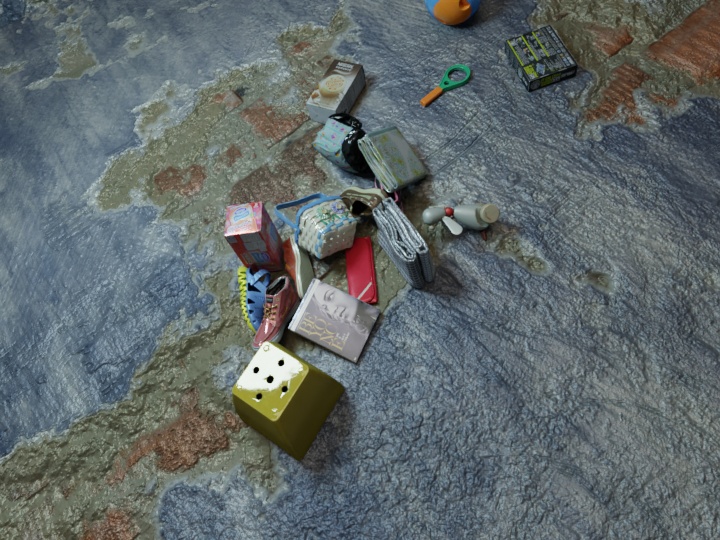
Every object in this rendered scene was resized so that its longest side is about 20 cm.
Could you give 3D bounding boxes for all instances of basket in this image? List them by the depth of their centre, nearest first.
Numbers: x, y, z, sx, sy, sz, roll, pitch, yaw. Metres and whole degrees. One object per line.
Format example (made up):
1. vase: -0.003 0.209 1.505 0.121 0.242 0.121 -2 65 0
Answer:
1. basket: -0.112 -0.138 1.475 0.174 0.142 0.199 -25 49 -37

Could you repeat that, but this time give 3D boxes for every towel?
1. towel: 0.106 -0.067 1.390 0.085 0.166 0.202 -33 60 -1
2. towel: 0.090 -0.310 1.508 0.199 0.048 0.173 -31 88 -49

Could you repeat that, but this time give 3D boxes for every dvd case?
1. dvd case: -0.066 0.125 1.380 0.196 0.016 0.151 24 72 11

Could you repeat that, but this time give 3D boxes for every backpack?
1. backpack: -0.049 -0.370 1.590 0.127 0.167 0.199 -48 48 -7

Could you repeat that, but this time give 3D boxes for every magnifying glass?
1. magnifying glass: 0.268 -0.585 1.723 0.199 0.023 0.080 -40 62 -13

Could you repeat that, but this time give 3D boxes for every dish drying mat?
1. dish drying mat: 0.000 0.000 1.458 0.075 0.018 0.204 -10 60 7

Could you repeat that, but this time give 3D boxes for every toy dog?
1. toy dog: 0.266 -0.123 1.430 0.195 0.132 0.099 -2 99 15

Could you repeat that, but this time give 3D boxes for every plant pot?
1. plant pot: -0.182 0.279 1.253 0.197 0.178 0.202 26 69 24

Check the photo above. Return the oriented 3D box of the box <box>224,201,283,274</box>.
1. box: -0.279 -0.083 1.456 0.100 0.201 0.097 -7 60 8

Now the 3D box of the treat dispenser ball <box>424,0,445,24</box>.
1. treat dispenser ball: 0.306 -0.922 1.792 0.195 0.202 0.206 -5 60 9

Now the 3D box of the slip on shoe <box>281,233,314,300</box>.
1. slip on shoe: -0.171 -0.004 1.474 0.060 0.074 0.204 -29 58 20

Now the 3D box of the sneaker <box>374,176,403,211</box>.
1. sneaker: 0.078 -0.232 1.525 0.077 0.096 0.204 -14 58 5

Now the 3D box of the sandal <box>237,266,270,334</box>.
1. sandal: -0.272 0.072 1.440 0.085 0.080 0.204 -13 66 -1

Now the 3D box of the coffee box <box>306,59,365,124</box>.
1. coffee box: -0.076 -0.571 1.750 0.112 0.080 0.203 18 67 20

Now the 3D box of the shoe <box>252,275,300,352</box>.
1. shoe: -0.224 0.108 1.369 0.070 0.092 0.202 1 40 31

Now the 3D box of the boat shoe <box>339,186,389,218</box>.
1. boat shoe: -0.009 -0.183 1.485 0.075 0.075 0.200 -49 27 -23

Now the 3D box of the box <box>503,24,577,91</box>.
1. box: 0.556 -0.661 1.690 0.156 0.045 0.204 -19 59 2
